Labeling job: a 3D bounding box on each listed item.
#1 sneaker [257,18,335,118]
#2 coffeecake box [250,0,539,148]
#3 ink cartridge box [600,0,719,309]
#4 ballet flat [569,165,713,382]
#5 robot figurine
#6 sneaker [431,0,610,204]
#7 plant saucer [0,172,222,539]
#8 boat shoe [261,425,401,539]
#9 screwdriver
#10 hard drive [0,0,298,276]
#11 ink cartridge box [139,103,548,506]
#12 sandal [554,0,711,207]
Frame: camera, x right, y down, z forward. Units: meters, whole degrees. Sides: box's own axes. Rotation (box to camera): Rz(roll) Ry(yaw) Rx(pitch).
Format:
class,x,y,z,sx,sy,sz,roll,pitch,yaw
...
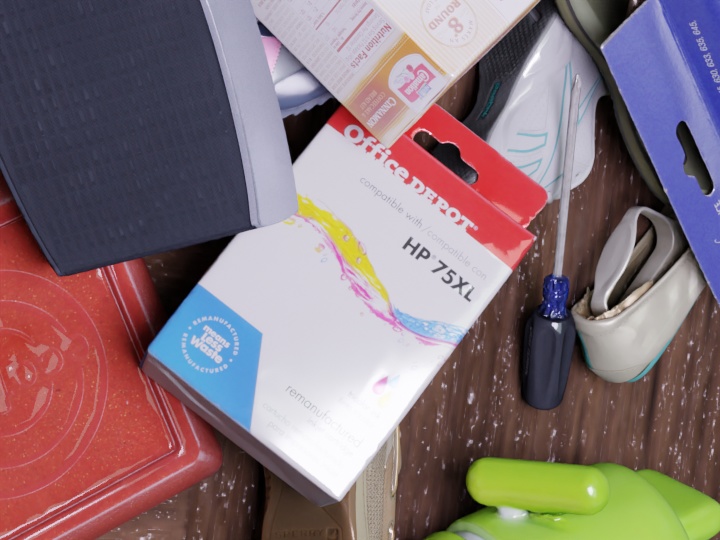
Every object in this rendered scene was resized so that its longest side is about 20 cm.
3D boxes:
class,x,y,z,sx,sy,sz,roll,pitch,yaw
sneaker,-0.073,-0.113,0.924,0.199,0.070,0.082,-17,126,-9
coffeecake box,0.000,-0.183,0.909,0.200,0.073,0.154,45,55,-2
ink cartridge box,0.234,-0.106,1.050,0.200,0.047,0.198,-49,128,-23
ballet flat,0.185,-0.027,1.109,0.069,0.069,0.200,45,73,-24
robot figurine,0.102,0.175,1.050,0.200,0.116,0.176,-19,115,-26
sneaker,0.082,-0.055,1.050,0.080,0.070,0.201,38,75,-28
plant saucer,-0.175,0.054,0.938,0.199,0.037,0.200,-27,107,-24
boat shoe,-0.014,0.091,1.017,0.064,0.071,0.201,19,74,-63
screwdriver,0.105,-0.010,1.047,0.029,0.028,0.200,-65,161,-54
hard drive,-0.114,-0.097,0.865,0.134,0.042,0.201,-13,110,10
ink cartridge box,0.000,0.000,0.947,0.116,0.067,0.200,37,77,-1
sandal,0.153,-0.130,1.041,0.201,0.057,0.080,62,34,-18
